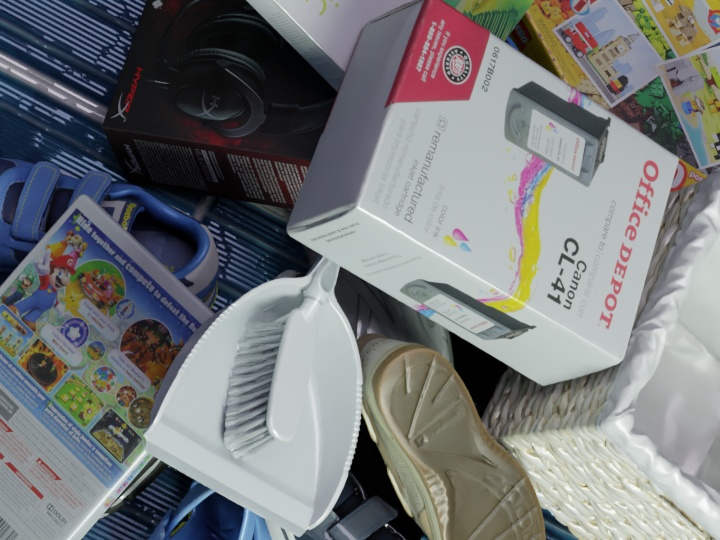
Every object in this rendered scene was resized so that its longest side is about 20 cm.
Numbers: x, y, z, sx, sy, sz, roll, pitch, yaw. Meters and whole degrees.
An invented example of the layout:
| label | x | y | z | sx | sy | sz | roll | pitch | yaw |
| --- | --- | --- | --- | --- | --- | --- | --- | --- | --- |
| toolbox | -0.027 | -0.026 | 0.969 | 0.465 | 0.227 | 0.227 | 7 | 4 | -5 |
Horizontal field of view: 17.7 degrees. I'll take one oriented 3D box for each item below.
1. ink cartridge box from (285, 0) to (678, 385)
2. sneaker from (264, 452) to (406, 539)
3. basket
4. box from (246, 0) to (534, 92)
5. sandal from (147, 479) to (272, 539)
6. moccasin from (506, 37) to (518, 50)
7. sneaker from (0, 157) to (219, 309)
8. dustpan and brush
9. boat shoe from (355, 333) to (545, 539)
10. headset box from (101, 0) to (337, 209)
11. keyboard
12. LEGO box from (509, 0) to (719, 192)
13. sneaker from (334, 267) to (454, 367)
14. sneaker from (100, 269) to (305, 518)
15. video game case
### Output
| label | x | y | z | sx | sy | sz | roll | pitch | yaw |
| --- | --- | --- | --- | --- | --- | --- | --- | --- | --- |
| ink cartridge box | 0.075 | -0.045 | 1.359 | 0.199 | 0.085 | 0.149 | 29 | 66 | -23 |
| sneaker | 0.009 | 0.182 | 1.402 | 0.078 | 0.079 | 0.201 | -35 | 104 | -54 |
| basket | 0.209 | 0.077 | 1.458 | 0.198 | 0.160 | 0.201 | 40 | 63 | -23 |
| box | 0.006 | -0.190 | 1.399 | 0.200 | 0.036 | 0.145 | 43 | 73 | -22 |
| sandal | -0.079 | 0.146 | 1.416 | 0.079 | 0.087 | 0.201 | 29 | 62 | 0 |
| moccasin | 0.055 | -0.150 | 1.577 | 0.068 | 0.081 | 0.201 | -6 | 58 | -33 |
| sneaker | -0.178 | -0.030 | 1.455 | 0.198 | 0.082 | 0.075 | 18 | 67 | -8 |
| dustpan and brush | -0.038 | 0.035 | 1.345 | 0.139 | 0.057 | 0.201 | 33 | 58 | -35 |
| boat shoe | 0.052 | 0.123 | 1.419 | 0.072 | 0.065 | 0.201 | -36 | 117 | -15 |
| headset box | -0.046 | -0.121 | 1.491 | 0.198 | 0.077 | 0.150 | 10 | 66 | 16 |
| keyboard | 0.065 | 0.108 | 1.509 | 0.104 | 0.040 | 0.200 | 31 | 62 | 18 |
| LEGO box | 0.192 | -0.128 | 1.603 | 0.148 | 0.077 | 0.201 | -25 | 79 | -24 |
| sneaker | 0.000 | 0.000 | 1.502 | 0.098 | 0.078 | 0.202 | -9 | 64 | -2 |
| sneaker | -0.127 | 0.046 | 1.418 | 0.200 | 0.076 | 0.115 | -42 | 79 | 2 |
| video game case | -0.182 | 0.074 | 1.385 | 0.143 | 0.018 | 0.200 | 41 | 90 | 20 |
